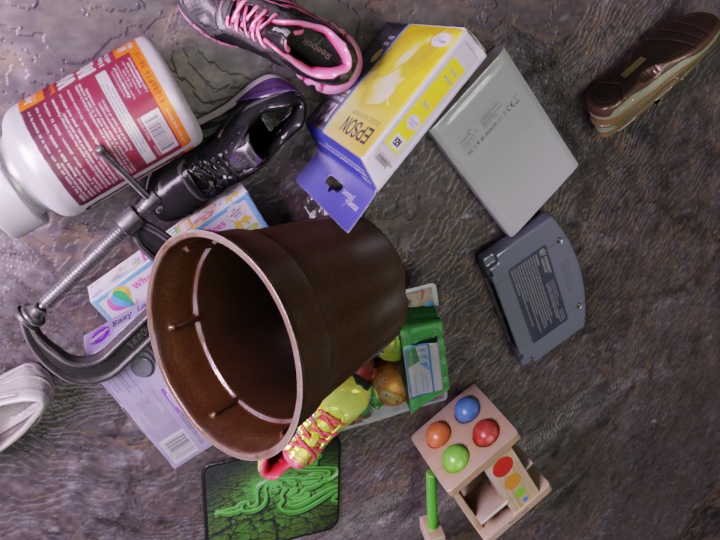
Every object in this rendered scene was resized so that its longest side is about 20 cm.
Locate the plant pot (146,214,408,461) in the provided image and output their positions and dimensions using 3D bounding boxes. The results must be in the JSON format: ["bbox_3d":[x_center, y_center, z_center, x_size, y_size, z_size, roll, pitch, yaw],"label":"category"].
[{"bbox_3d":[-0.063,0.040,0.657,0.196,0.197,0.206,-22,125,-48],"label":"plant pot"}]

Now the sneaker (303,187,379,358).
[{"bbox_3d":[0.000,0.000,0.798,0.087,0.078,0.206,-12,91,-26],"label":"sneaker"}]

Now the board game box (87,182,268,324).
[{"bbox_3d":[-0.179,0.014,0.769,0.198,0.034,0.136,-35,128,-6],"label":"board game box"}]

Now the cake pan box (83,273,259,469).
[{"bbox_3d":[-0.176,0.106,0.769,0.181,0.052,0.203,-31,127,-7],"label":"cake pan box"}]

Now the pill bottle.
[{"bbox_3d":[-0.255,-0.121,0.640,0.197,0.110,0.111,-31,121,-8],"label":"pill bottle"}]

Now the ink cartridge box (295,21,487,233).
[{"bbox_3d":[0.009,-0.156,0.690,0.047,0.198,0.201,40,92,-29],"label":"ink cartridge box"}]

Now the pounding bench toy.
[{"bbox_3d":[0.141,0.295,0.989,0.199,0.124,0.157,-39,122,-3],"label":"pounding bench toy"}]

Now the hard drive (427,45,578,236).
[{"bbox_3d":[0.181,-0.156,0.867,0.132,0.026,0.200,-46,122,0],"label":"hard drive"}]

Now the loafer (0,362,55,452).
[{"bbox_3d":[-0.412,0.175,0.722,0.198,0.070,0.071,-38,122,-4],"label":"loafer"}]

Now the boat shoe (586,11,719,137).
[{"bbox_3d":[0.380,-0.251,0.898,0.198,0.072,0.076,-35,136,3],"label":"boat shoe"}]

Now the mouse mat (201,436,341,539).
[{"bbox_3d":[-0.119,0.315,0.952,0.195,0.008,0.165,-8,115,-22],"label":"mouse mat"}]

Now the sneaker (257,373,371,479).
[{"bbox_3d":[-0.058,0.192,0.830,0.077,0.092,0.199,34,126,-21],"label":"sneaker"}]

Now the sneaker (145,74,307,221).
[{"bbox_3d":[-0.139,-0.121,0.703,0.199,0.088,0.076,-43,123,-1],"label":"sneaker"}]

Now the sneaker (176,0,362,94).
[{"bbox_3d":[-0.085,-0.233,0.659,0.195,0.096,0.081,22,106,-10],"label":"sneaker"}]

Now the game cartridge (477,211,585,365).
[{"bbox_3d":[0.249,0.025,0.972,0.132,0.041,0.203,-34,121,-12],"label":"game cartridge"}]

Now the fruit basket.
[{"bbox_3d":[0.015,0.122,0.878,0.195,0.094,0.190,-16,118,-12],"label":"fruit basket"}]

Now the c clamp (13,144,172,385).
[{"bbox_3d":[-0.243,0.010,0.648,0.201,0.027,0.171,-48,129,0],"label":"c clamp"}]
